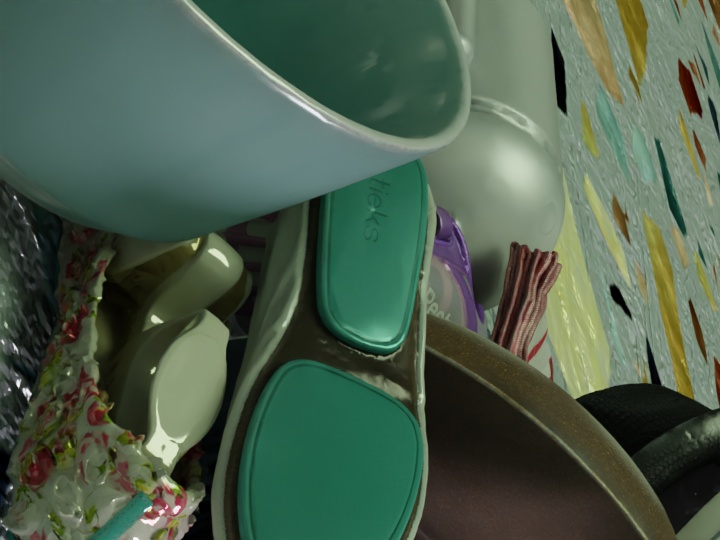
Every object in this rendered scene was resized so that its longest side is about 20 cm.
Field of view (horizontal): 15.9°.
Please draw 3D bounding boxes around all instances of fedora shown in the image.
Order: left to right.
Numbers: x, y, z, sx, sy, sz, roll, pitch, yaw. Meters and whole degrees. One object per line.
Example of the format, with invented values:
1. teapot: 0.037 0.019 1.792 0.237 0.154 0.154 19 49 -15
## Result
1. fedora: 0.148 0.119 1.332 0.092 0.201 0.201 48 -1 37

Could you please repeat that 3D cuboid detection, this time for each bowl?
1. bowl: -0.070 -0.087 0.801 0.201 0.105 0.201 40 25 -22

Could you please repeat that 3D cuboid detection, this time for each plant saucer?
1. plant saucer: 0.042 0.081 0.936 0.032 0.200 0.200 -49 129 -28

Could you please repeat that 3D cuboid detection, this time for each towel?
1. towel: 0.066 0.105 1.112 0.200 0.023 0.144 84 17 -49

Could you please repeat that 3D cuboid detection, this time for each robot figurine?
1. robot figurine: 0.033 -0.058 1.156 0.200 0.113 0.170 -90 180 -46

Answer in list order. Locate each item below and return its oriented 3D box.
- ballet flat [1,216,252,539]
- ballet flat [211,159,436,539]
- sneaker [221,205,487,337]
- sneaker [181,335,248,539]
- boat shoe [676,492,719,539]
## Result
1. ballet flat: -0.064 0.024 0.826 0.076 0.064 0.200 39 31 -26
2. ballet flat: -0.015 0.042 0.820 0.069 0.069 0.200 58 30 -41
3. sneaker: 0.000 0.000 1.005 0.089 0.080 0.200 -60 147 -22
4. sneaker: -0.040 0.098 0.840 0.085 0.075 0.200 42 30 -50
5. boat shoe: 0.152 0.183 1.208 0.201 0.071 0.070 -45 143 -26
